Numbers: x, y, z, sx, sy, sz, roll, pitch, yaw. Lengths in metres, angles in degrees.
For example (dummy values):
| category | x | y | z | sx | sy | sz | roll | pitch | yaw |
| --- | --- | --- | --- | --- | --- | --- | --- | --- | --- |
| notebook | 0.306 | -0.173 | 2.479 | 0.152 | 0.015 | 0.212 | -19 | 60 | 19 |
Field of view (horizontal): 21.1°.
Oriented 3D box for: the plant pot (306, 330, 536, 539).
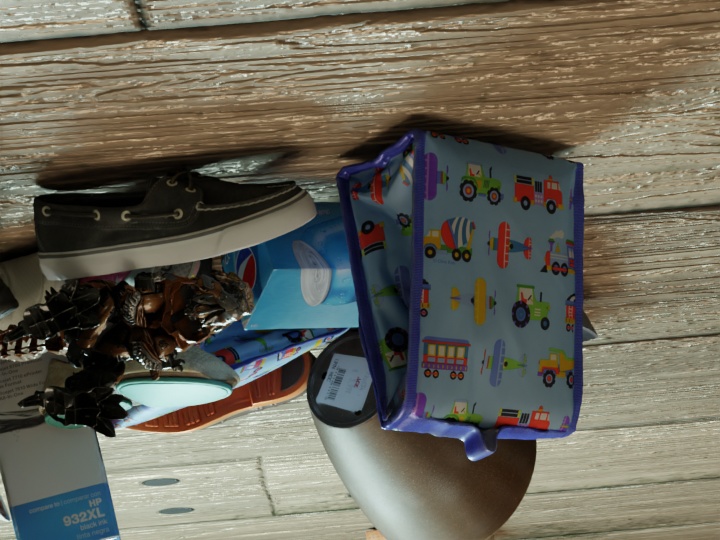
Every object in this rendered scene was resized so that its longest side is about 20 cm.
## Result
| category | x | y | z | sx | sy | sz | roll | pitch | yaw |
| --- | --- | --- | --- | --- | --- | --- | --- | --- | --- |
| plant pot | 0.037 | 0.139 | 1.760 | 0.185 | 0.189 | 0.200 | -13 | 148 | 25 |

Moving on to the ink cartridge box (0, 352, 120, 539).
| category | x | y | z | sx | sy | sz | roll | pitch | yaw |
| --- | --- | --- | --- | --- | --- | --- | --- | --- | --- |
| ink cartridge box | -0.259 | 0.147 | 1.603 | 0.083 | 0.202 | 0.145 | -14 | 164 | -9 |

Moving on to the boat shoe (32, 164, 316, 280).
| category | x | y | z | sx | sy | sz | roll | pitch | yaw |
| --- | --- | --- | --- | --- | --- | --- | --- | --- | --- |
| boat shoe | -0.129 | -0.038 | 1.287 | 0.198 | 0.057 | 0.069 | -10 | -166 | 14 |

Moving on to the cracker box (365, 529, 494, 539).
| category | x | y | z | sx | sy | sz | roll | pitch | yaw |
| --- | --- | --- | --- | --- | --- | --- | --- | --- | --- |
| cracker box | 0.106 | 0.409 | 2.829 | 0.133 | 0.058 | 0.200 | -12 | 163 | 20 |

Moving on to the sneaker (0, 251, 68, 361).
| category | x | y | z | sx | sy | sz | roll | pitch | yaw |
| --- | --- | --- | --- | --- | --- | --- | --- | --- | --- |
| sneaker | -0.285 | 0.030 | 1.459 | 0.081 | 0.076 | 0.199 | 19 | 151 | -35 |

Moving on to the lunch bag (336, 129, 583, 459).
| category | x | y | z | sx | sy | sz | roll | pitch | yaw |
| --- | --- | --- | --- | --- | --- | --- | --- | --- | --- |
| lunch bag | 0.077 | 0.024 | 1.283 | 0.149 | 0.202 | 0.094 | 8 | 159 | -36 |

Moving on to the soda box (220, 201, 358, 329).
| category | x | y | z | sx | sy | sz | roll | pitch | yaw |
| --- | --- | --- | --- | --- | --- | --- | --- | --- | --- |
| soda box | 0.007 | -0.004 | 1.378 | 0.198 | 0.065 | 0.068 | -1 | 140 | -29 |

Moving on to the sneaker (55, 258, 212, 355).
| category | x | y | z | sx | sy | sz | roll | pitch | yaw |
| --- | --- | --- | --- | --- | --- | --- | --- | --- | --- |
| sneaker | -0.170 | 0.019 | 1.436 | 0.087 | 0.075 | 0.200 | 11 | 153 | -26 |

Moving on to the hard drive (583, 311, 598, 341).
| category | x | y | z | sx | sy | sz | roll | pitch | yaw |
| --- | --- | --- | --- | --- | --- | --- | --- | --- | --- |
| hard drive | 0.119 | 0.048 | 1.627 | 0.134 | 0.043 | 0.200 | -16 | 169 | 18 |

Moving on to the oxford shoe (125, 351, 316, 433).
| category | x | y | z | sx | sy | sz | roll | pitch | yaw |
| --- | --- | --- | --- | --- | --- | --- | --- | --- | --- |
| oxford shoe | -0.130 | 0.113 | 1.769 | 0.198 | 0.072 | 0.073 | -10 | 167 | 13 |

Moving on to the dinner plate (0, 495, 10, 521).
| category | x | y | z | sx | sy | sz | roll | pitch | yaw |
| --- | --- | --- | --- | --- | --- | --- | --- | --- | --- |
| dinner plate | -0.339 | 0.118 | 1.523 | 0.024 | 0.201 | 0.200 | -32 | 166 | -10 |

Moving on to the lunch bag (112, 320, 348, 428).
| category | x | y | z | sx | sy | sz | roll | pitch | yaw |
| --- | --- | --- | --- | --- | --- | --- | --- | --- | --- |
| lunch bag | -0.104 | 0.063 | 1.604 | 0.199 | 0.095 | 0.150 | -3 | 163 | -40 |

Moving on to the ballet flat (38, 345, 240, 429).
| category | x | y | z | sx | sy | sz | roll | pitch | yaw |
| --- | --- | --- | --- | --- | --- | --- | --- | --- | --- |
| ballet flat | -0.174 | 0.075 | 1.475 | 0.198 | 0.063 | 0.067 | -13 | 153 | 35 |

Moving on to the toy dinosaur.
| category | x | y | z | sx | sy | sz | roll | pitch | yaw |
| --- | --- | --- | --- | --- | --- | --- | --- | --- | --- |
| toy dinosaur | -0.174 | 0.046 | 1.308 | 0.199 | 0.103 | 0.136 | -31 | -171 | 20 |

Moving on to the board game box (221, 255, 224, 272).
| category | x | y | z | sx | sy | sz | roll | pitch | yaw |
| --- | --- | --- | --- | --- | --- | --- | --- | --- | --- |
| board game box | 0.000 | 0.000 | 1.512 | 0.119 | 0.033 | 0.199 | -23 | 156 | 35 |

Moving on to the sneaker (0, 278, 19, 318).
| category | x | y | z | sx | sy | sz | roll | pitch | yaw |
| --- | --- | --- | --- | --- | --- | --- | --- | --- | --- |
| sneaker | -0.288 | -0.009 | 1.324 | 0.075 | 0.092 | 0.200 | -27 | -167 | -20 |
